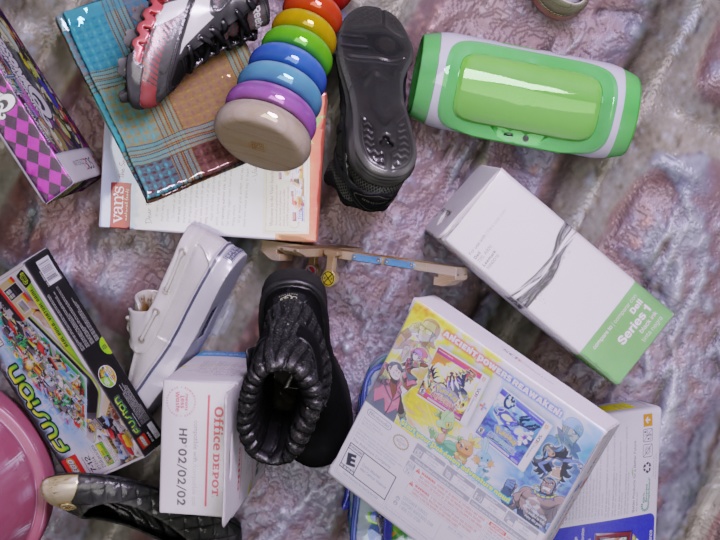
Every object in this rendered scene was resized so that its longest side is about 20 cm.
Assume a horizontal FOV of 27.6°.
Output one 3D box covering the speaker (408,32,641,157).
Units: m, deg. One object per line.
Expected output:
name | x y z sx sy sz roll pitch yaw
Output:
speaker | 0.146 -0.156 1.312 0.197 0.088 0.090 11 96 -3

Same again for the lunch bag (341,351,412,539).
lunch bag | 0.066 0.179 1.347 0.158 0.082 0.203 6 95 0

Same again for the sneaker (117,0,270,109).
sneaker | -0.132 -0.214 1.248 0.097 0.071 0.202 24 67 6

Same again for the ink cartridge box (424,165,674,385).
ink cartridge box | 0.162 -0.001 1.298 0.199 0.146 0.085 40 92 -6

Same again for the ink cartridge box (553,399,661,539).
ink cartridge box | 0.187 0.227 1.331 0.198 0.047 0.201 -2 98 -31

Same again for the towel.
towel | -0.162 -0.169 1.277 0.145 0.022 0.202 -24 71 -13

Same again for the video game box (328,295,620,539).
video game box | 0.091 0.150 1.239 0.199 0.047 0.184 35 112 22

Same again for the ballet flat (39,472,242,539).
ballet flat | -0.196 0.228 1.329 0.198 0.066 0.057 22 62 -19

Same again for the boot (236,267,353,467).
boot | -0.055 0.121 1.252 0.078 0.159 0.213 -9 122 5

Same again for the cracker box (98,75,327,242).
cracker box | -0.132 -0.100 1.320 0.197 0.058 0.136 4 94 -4

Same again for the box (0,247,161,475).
box | -0.268 0.091 1.317 0.109 0.035 0.201 -27 98 39

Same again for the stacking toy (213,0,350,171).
stacking toy | -0.056 -0.188 1.246 0.084 0.086 0.202 20 64 -4

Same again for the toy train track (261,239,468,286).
toy train track | 0.000 0.000 1.286 0.198 0.114 0.033 8 95 30

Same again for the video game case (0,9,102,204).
video game case | -0.295 -0.154 1.246 0.036 0.181 0.201 -32 96 2

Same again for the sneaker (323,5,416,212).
sneaker | 0.004 -0.136 1.301 0.075 0.115 0.202 5 57 -16

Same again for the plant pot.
plant pot | -0.378 0.205 1.282 0.197 0.179 0.203 0 95 -2

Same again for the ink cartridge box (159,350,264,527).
ink cartridge box | -0.129 0.142 1.271 0.067 0.200 0.117 2 95 5

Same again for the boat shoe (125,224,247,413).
boat shoe | -0.175 0.046 1.314 0.069 0.071 0.201 34 117 6

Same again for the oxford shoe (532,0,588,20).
oxford shoe | 0.144 -0.315 1.300 0.071 0.074 0.200 -40 96 2
